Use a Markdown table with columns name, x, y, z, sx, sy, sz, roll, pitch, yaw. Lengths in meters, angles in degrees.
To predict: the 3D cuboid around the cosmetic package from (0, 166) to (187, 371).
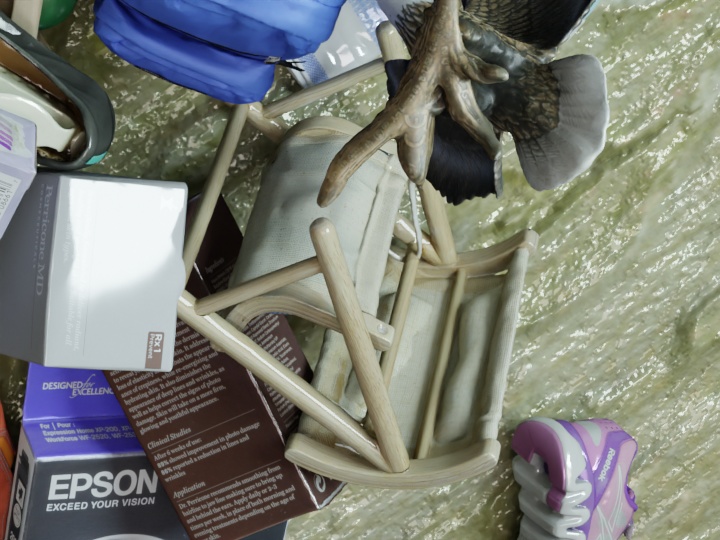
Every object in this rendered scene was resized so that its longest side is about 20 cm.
| name | x | y | z | sx | sy | sz | roll | pitch | yaw |
| --- | --- | --- | --- | --- | --- | --- | --- | --- | --- |
| cosmetic package | -0.181 | -0.006 | 1.161 | 0.089 | 0.199 | 0.108 | 3 | 92 | -32 |

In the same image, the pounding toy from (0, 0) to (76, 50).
| name | x | y | z | sx | sy | sz | roll | pitch | yaw |
| --- | --- | --- | --- | --- | --- | --- | --- | --- | --- |
| pounding toy | -0.233 | -0.163 | 1.155 | 0.198 | 0.142 | 0.186 | 11 | 110 | -9 |

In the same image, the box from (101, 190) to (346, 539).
| name | x | y | z | sx | sy | sz | roll | pitch | yaw |
| --- | --- | --- | --- | --- | --- | --- | --- | --- | --- |
| box | -0.095 | 0.062 | 1.261 | 0.100 | 0.075 | 0.201 | -23 | 99 | 28 |

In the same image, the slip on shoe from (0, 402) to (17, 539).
| name | x | y | z | sx | sy | sz | roll | pitch | yaw |
| --- | --- | --- | --- | --- | --- | --- | --- | --- | --- |
| slip on shoe | -0.251 | 0.107 | 1.302 | 0.061 | 0.074 | 0.202 | -16 | 116 | -50 |

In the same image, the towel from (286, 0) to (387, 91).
| name | x | y | z | sx | sy | sz | roll | pitch | yaw |
| --- | --- | --- | --- | --- | --- | --- | --- | --- | --- |
| towel | 0.009 | -0.211 | 1.253 | 0.199 | 0.024 | 0.147 | -36 | 119 | 1 |

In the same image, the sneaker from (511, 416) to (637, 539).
| name | x | y | z | sx | sy | sz | roll | pitch | yaw |
| --- | --- | --- | --- | --- | --- | --- | --- | --- | --- |
| sneaker | 0.156 | 0.187 | 1.452 | 0.088 | 0.080 | 0.202 | -15 | 122 | -31 |

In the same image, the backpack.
| name | x | y | z | sx | sy | sz | roll | pitch | yaw |
| --- | --- | --- | --- | --- | --- | --- | --- | --- | --- |
| backpack | -0.069 | -0.179 | 1.118 | 0.161 | 0.200 | 0.169 | 16 | 98 | -9 |

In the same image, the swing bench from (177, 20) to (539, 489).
| name | x | y | z | sx | sy | sz | roll | pitch | yaw |
| --- | --- | --- | --- | --- | --- | --- | --- | --- | --- |
| swing bench | 0.000 | 0.000 | 1.229 | 0.129 | 0.200 | 0.201 | -19 | 124 | 28 |

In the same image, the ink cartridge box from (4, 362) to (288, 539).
| name | x | y | z | sx | sy | sz | roll | pitch | yaw |
| --- | --- | --- | --- | --- | --- | --- | --- | --- | --- |
| ink cartridge box | -0.134 | 0.147 | 1.337 | 0.197 | 0.043 | 0.202 | -2 | 114 | -31 |

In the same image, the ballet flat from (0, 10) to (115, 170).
| name | x | y | z | sx | sy | sz | roll | pitch | yaw |
| --- | --- | --- | --- | --- | --- | --- | --- | --- | --- |
| ballet flat | -0.213 | -0.115 | 1.061 | 0.199 | 0.069 | 0.068 | 30 | 108 | -15 |

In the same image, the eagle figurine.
| name | x | y | z | sx | sy | sz | roll | pitch | yaw |
| --- | --- | --- | --- | --- | --- | --- | --- | --- | --- |
| eagle figurine | 0.057 | -0.112 | 1.065 | 0.150 | 0.200 | 0.152 | -15 | 94 | 17 |

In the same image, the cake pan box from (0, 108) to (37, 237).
| name | x | y | z | sx | sy | sz | roll | pitch | yaw |
| --- | --- | --- | --- | --- | --- | --- | --- | --- | --- |
| cake pan box | -0.282 | -0.027 | 1.039 | 0.183 | 0.053 | 0.201 | 19 | 122 | -23 |

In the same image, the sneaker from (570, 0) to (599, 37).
| name | x | y | z | sx | sy | sz | roll | pitch | yaw |
| --- | --- | --- | --- | --- | --- | --- | --- | --- | --- |
| sneaker | 0.089 | -0.203 | 1.222 | 0.082 | 0.074 | 0.199 | -52 | 150 | 16 |
